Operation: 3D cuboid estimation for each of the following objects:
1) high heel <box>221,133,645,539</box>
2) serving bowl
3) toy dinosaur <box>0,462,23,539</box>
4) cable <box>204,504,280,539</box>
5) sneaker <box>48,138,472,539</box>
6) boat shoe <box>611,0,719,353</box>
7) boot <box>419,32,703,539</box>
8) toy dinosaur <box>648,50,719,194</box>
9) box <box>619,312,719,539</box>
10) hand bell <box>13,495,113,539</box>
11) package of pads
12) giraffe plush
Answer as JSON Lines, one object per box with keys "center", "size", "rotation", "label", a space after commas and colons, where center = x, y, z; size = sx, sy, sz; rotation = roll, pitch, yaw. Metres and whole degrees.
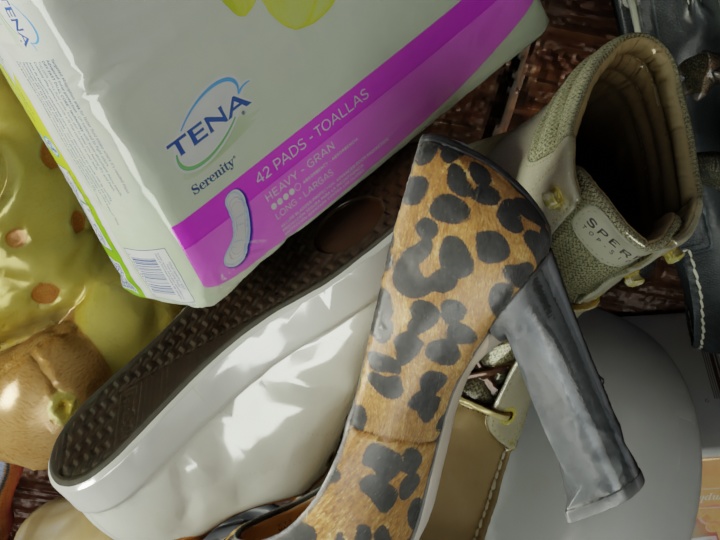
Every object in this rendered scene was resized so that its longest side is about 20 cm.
{"center": [-0.015, 0.046, 0.631], "size": [0.199, 0.071, 0.143], "rotation": [-23, 98, 9], "label": "high heel"}
{"center": [0.051, 0.097, 0.790], "size": [0.200, 0.201, 0.066], "rotation": [-39, 132, 24], "label": "serving bowl"}
{"center": [-0.208, 0.131, 0.914], "size": [0.182, 0.105, 0.200], "rotation": [-50, 152, 15], "label": "toy dinosaur"}
{"center": [-0.016, 0.179, 0.769], "size": [0.051, 0.200, 0.164], "rotation": [-33, 109, -27], "label": "cable"}
{"center": [-0.021, 0.034, 0.687], "size": [0.200, 0.073, 0.085], "rotation": [-41, 120, 3], "label": "sneaker"}
{"center": [0.138, -0.050, 0.774], "size": [0.060, 0.076, 0.201], "rotation": [-7, 114, 3], "label": "boat shoe"}
{"center": [0.060, 0.018, 0.686], "size": [0.072, 0.201, 0.155], "rotation": [23, 152, -20], "label": "boot"}
{"center": [0.175, -0.059, 0.704], "size": [0.102, 0.201, 0.077], "rotation": [15, 161, -37], "label": "toy dinosaur"}
{"center": [0.187, 0.128, 0.882], "size": [0.151, 0.107, 0.201], "rotation": [-4, 126, 1], "label": "box"}
{"center": [-0.083, 0.089, 0.830], "size": [0.104, 0.104, 0.200], "rotation": [20, 130, -16], "label": "hand bell"}
{"center": [-0.036, -0.105, 0.658], "size": [0.200, 0.068, 0.155], "rotation": [-41, 121, -23], "label": "package of pads"}
{"center": [-0.138, 0.009, 0.738], "size": [0.200, 0.172, 0.162], "rotation": [-40, 103, -10], "label": "giraffe plush"}
